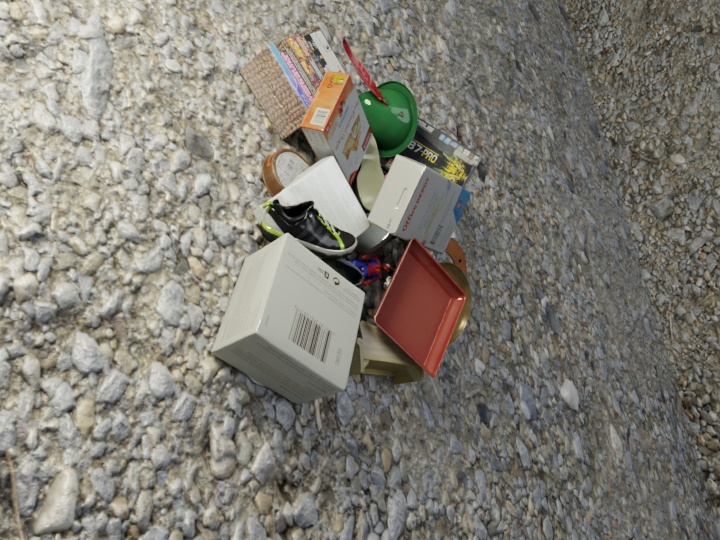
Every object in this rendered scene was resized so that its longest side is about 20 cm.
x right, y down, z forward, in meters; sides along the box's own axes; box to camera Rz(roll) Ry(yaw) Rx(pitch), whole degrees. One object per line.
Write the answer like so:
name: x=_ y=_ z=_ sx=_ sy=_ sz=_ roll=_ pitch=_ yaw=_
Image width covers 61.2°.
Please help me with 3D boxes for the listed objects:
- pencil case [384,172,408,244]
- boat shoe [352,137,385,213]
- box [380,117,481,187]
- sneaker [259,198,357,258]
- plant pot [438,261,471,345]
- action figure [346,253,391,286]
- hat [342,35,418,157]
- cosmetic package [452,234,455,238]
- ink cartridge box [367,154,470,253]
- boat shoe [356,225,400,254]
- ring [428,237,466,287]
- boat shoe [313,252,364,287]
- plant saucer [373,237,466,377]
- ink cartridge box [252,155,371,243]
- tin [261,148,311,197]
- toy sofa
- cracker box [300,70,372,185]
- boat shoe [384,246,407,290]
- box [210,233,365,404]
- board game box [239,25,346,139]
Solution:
pencil case: x=0.104 y=-0.131 z=1.420 sx=0.201 sy=0.087 sz=0.088 roll=52 pitch=41 yaw=-17
boat shoe: x=0.009 y=-0.213 z=1.362 sx=0.072 sy=0.063 sz=0.205 roll=8 pitch=61 yaw=-30
box: x=0.167 y=-0.253 z=1.463 sx=0.198 sy=0.049 sz=0.162 roll=34 pitch=75 yaw=5
sneaker: x=-0.085 y=-0.081 z=1.102 sx=0.197 sy=0.084 sz=0.072 roll=9 pitch=26 yaw=-28
plant pot: x=0.179 y=0.080 z=1.399 sx=0.197 sy=0.027 sz=0.205 roll=-5 pitch=99 yaw=-37
action figure: x=0.000 y=0.000 z=1.264 sx=0.198 sy=0.051 sz=0.067 roll=-7 pitch=92 yaw=-52
hat: x=0.011 y=-0.363 z=1.357 sx=0.175 sy=0.165 sz=0.202 roll=1 pitch=54 yaw=-52
cosmetic package: x=0.167 y=-0.163 z=1.512 sx=0.050 sy=0.082 sz=0.204 roll=1 pitch=71 yaw=-48
ink cartridge box: x=0.122 y=-0.131 z=1.245 sx=0.199 sy=0.084 sz=0.147 roll=15 pitch=102 yaw=-54
boat shoe: x=0.074 y=-0.099 z=1.338 sx=0.200 sy=0.073 sz=0.068 roll=-49 pitch=137 yaw=-14
ring: x=0.169 y=0.016 z=1.414 sx=0.197 sy=0.019 sz=0.205 roll=-8 pitch=104 yaw=-33
boat shoe: x=-0.081 y=-0.006 z=1.127 sx=0.197 sy=0.066 sz=0.071 roll=21 pitch=85 yaw=-27
plant saucer: x=0.114 y=0.074 z=1.208 sx=0.199 sy=0.036 sz=0.202 roll=44 pitch=58 yaw=-29
ink cartridge box: x=-0.095 y=-0.100 z=1.177 sx=0.199 sy=0.047 sz=0.162 roll=-37 pitch=109 yaw=-19
tin: x=-0.113 y=-0.158 z=1.224 sx=0.200 sy=0.041 sz=0.113 roll=42 pitch=49 yaw=-28
toy sofa: x=0.035 y=0.166 z=1.200 sx=0.198 sy=0.082 sz=0.100 roll=15 pitch=65 yaw=-44
cracker box: x=-0.043 y=-0.285 z=1.245 sx=0.136 sy=0.057 sz=0.200 roll=-67 pitch=158 yaw=-16
boat shoe: x=0.083 y=0.044 z=1.297 sx=0.067 sy=0.073 sz=0.204 roll=11 pitch=87 yaw=-28
box: x=-0.114 y=0.086 z=1.029 sx=0.198 sy=0.130 sz=0.203 roll=38 pitch=46 yaw=-30
board game box: x=-0.125 y=-0.396 z=1.275 sx=0.161 sy=0.096 sz=0.200 roll=57 pitch=40 yaw=-12
